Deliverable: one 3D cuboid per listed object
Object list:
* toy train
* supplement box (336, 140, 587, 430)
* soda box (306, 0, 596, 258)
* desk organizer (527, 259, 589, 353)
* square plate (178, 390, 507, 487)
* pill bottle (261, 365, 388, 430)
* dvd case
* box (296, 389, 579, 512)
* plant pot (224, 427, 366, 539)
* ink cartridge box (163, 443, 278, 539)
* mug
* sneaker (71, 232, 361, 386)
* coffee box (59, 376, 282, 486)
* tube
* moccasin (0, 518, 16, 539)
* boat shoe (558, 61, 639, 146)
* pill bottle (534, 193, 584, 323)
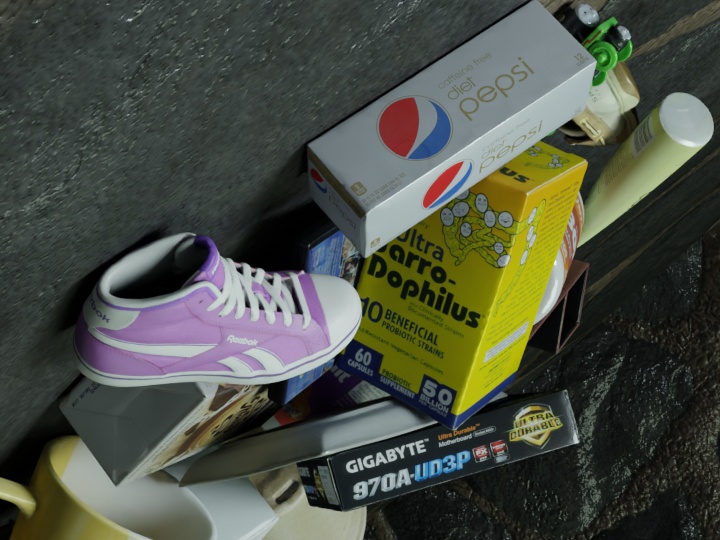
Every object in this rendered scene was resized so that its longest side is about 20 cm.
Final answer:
[{"bbox_3d":[0.127,-0.126,1.194,0.200,0.056,0.042,-47,173,38],"label":"toy train"},{"bbox_3d":[0.074,-0.004,1.177,0.109,0.109,0.201,-29,140,-55],"label":"supplement box"},{"bbox_3d":[0.061,-0.097,1.064,0.200,0.068,0.064,-34,158,-16],"label":"soda box"},{"bbox_3d":[0.131,0.048,1.377,0.200,0.077,0.072,-42,142,-56],"label":"desk organizer"},{"bbox_3d":[-0.018,0.126,1.249,0.198,0.029,0.200,-13,176,-40],"label":"square plate"},{"bbox_3d":[-0.007,0.069,1.403,0.200,0.112,0.111,-39,168,5],"label":"pill bottle"},{"bbox_3d":[0.000,0.000,1.190,0.200,0.018,0.143,-36,144,-49],"label":"dvd case"},{"bbox_3d":[0.058,0.145,1.271,0.199,0.046,0.159,-15,177,-12],"label":"box"},{"bbox_3d":[-0.100,0.210,1.536,0.200,0.201,0.184,-35,156,-12],"label":"plant pot"},{"bbox_3d":[-0.172,0.218,1.394,0.087,0.145,0.200,-31,165,-35],"label":"ink cartridge box"},{"bbox_3d":[-0.228,0.223,1.222,0.153,0.186,0.149,-59,-177,12],"label":"mug"},{"bbox_3d":[-0.079,0.020,1.009,0.200,0.073,0.114,-10,150,-27],"label":"sneaker"},{"bbox_3d":[-0.115,0.079,1.196,0.113,0.080,0.200,-44,167,27],"label":"coffee box"},{"bbox_3d":[0.232,-0.083,1.352,0.058,0.052,0.200,-14,162,-26],"label":"tube"},{"bbox_3d":[-0.309,0.251,1.295,0.201,0.074,0.078,-28,-163,-29],"label":"moccasin"},{"bbox_3d":[0.192,-0.140,1.323,0.066,0.074,0.200,-26,167,5],"label":"boat shoe"},{"bbox_3d":[0.129,-0.034,1.333,0.112,0.112,0.200,-44,-174,27],"label":"pill bottle"}]
